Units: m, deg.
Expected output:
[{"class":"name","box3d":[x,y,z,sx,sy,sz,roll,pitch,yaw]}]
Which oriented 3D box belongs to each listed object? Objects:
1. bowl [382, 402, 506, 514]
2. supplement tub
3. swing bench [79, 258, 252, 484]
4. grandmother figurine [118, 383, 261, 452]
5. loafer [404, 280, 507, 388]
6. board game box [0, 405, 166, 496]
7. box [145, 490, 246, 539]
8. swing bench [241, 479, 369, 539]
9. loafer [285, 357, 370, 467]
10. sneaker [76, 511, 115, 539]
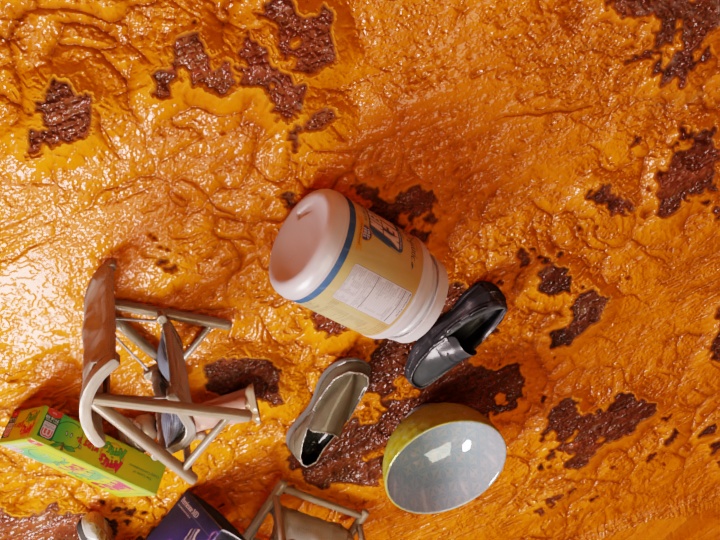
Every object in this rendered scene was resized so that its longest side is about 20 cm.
[{"class":"bowl","box3d":[0.118,0.275,1.277,0.198,0.108,0.202,-9,126,-12]},{"class":"supplement tub","box3d":[0.000,0.000,1.029,0.199,0.145,0.145,27,112,-31]},{"class":"swing bench","box3d":[-0.260,0.122,0.997,0.199,0.199,0.130,31,111,-31]},{"class":"grandmother figurine","box3d":[-0.244,0.214,1.155,0.198,0.061,0.122,-11,139,-7]},{"class":"loafer","box3d":[0.139,0.103,1.189,0.068,0.071,0.201,29,111,-31]},{"class":"board game box","box3d":[-0.379,0.253,1.113,0.101,0.048,0.200,-16,137,41]},{"class":"box","box3d":[-0.265,0.460,1.214,0.200,0.148,0.104,-52,123,-15]},{"class":"swing bench","box3d":[-0.107,0.474,1.326,0.198,0.130,0.200,30,116,-32]},{"class":"loafer","box3d":[-0.042,0.217,1.211,0.075,0.070,0.201,18,116,-27]},{"class":"sneaker","box3d":[-0.417,0.459,1.256,0.087,0.076,0.201,-13,126,-9]}]
